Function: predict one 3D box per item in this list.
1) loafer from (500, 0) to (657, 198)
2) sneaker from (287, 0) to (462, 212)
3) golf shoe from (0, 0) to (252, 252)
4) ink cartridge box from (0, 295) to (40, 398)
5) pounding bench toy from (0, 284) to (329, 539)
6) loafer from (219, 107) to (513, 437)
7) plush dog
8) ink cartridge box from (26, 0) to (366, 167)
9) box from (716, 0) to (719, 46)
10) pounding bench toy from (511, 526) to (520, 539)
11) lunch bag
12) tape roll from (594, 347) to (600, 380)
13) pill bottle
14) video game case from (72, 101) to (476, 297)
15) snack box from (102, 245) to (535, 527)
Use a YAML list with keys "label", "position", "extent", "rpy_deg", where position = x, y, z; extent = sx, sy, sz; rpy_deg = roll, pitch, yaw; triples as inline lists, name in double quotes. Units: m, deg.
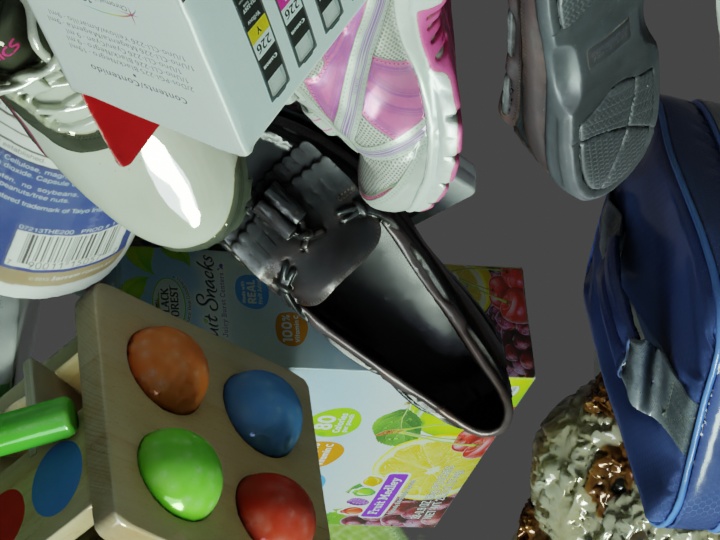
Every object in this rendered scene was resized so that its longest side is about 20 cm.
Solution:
- label: "loafer"
  position: [0.077, -0.116, 1.091]
  extent: [0.063, 0.072, 0.201]
  rpy_deg: [35, 145, 33]
- label: "sneaker"
  position: [-0.006, -0.099, 1.139]
  extent: [0.088, 0.082, 0.201]
  rpy_deg: [-5, 139, 2]
- label: "golf shoe"
  position: [-0.112, -0.076, 1.005]
  extent: [0.077, 0.088, 0.201]
  rpy_deg: [-24, 115, 23]
- label: "ink cartridge box"
  position: [-0.246, 0.003, 1.273]
  extent: [0.199, 0.088, 0.146]
  rpy_deg: [12, 140, -3]
- label: "pounding bench toy"
  position: [-0.128, 0.092, 1.196]
  extent: [0.199, 0.125, 0.156]
  rpy_deg: [27, 129, -37]
- label: "loafer"
  position: [0.000, 0.000, 1.227]
  extent: [0.072, 0.063, 0.200]
  rpy_deg: [-45, 116, 4]
- label: "plush dog"
  position: [0.164, 0.109, 1.350]
  extent: [0.171, 0.161, 0.201]
  rpy_deg: [22, 127, 1]
- label: "ink cartridge box"
  position: [-0.025, -0.147, 0.943]
  extent: [0.083, 0.200, 0.176]
  rpy_deg: [21, 152, 32]
- label: "box"
  position: [0.240, -0.099, 1.039]
  extent: [0.199, 0.098, 0.125]
  rpy_deg: [23, 152, 22]
- label: "pounding bench toy"
  position: [0.172, 0.213, 1.481]
  extent: [0.155, 0.201, 0.124]
  rpy_deg: [12, 144, -13]
- label: "lunch bag"
  position: [0.165, 0.023, 1.193]
  extent: [0.131, 0.201, 0.137]
  rpy_deg: [3, 126, -10]
- label: "tape roll"
  position: [0.215, 0.057, 1.396]
  extent: [0.201, 0.037, 0.203]
  rpy_deg: [2, 146, 1]
- label: "pill bottle"
  position: [-0.117, -0.088, 1.128]
  extent: [0.110, 0.112, 0.200]
  rpy_deg: [12, 141, -15]
- label: "video game case"
  position: [-0.067, -0.034, 1.291]
  extent: [0.199, 0.018, 0.143]
  rpy_deg: [-28, 136, 35]
- label: "snack box"
  position: [-0.036, 0.060, 1.359]
  extent: [0.198, 0.068, 0.169]
  rpy_deg: [4, 149, -15]
